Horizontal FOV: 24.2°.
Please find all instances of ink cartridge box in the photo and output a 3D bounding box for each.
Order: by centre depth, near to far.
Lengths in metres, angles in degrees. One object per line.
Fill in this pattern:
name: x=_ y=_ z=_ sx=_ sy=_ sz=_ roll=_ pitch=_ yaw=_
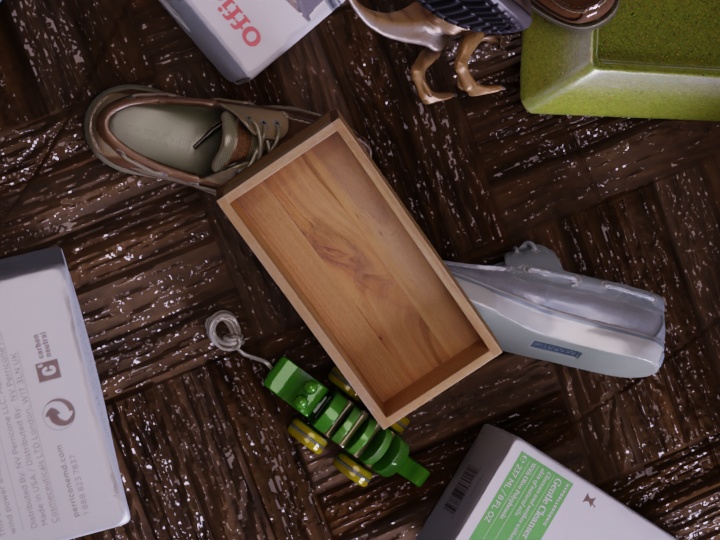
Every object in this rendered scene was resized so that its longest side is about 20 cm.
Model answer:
ink cartridge box: x=-0.053 y=-0.244 z=1.141 sx=0.200 sy=0.084 sz=0.145 roll=-42 pitch=101 yaw=-6

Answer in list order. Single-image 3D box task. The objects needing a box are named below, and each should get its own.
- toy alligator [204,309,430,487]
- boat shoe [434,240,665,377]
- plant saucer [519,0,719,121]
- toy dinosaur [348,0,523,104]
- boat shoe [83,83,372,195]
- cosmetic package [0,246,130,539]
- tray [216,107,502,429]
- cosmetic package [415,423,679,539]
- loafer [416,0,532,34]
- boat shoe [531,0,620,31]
toy alligator: x=-0.027 y=0.096 z=1.189 sx=0.200 sy=0.054 sz=0.059 roll=38 pitch=86 yaw=-12
boat shoe: x=0.127 y=0.020 z=1.217 sx=0.200 sy=0.070 sz=0.072 roll=16 pitch=67 yaw=-8
plant saucer: x=0.216 y=-0.210 z=1.202 sx=0.199 sy=0.048 sz=0.200 roll=0 pitch=94 yaw=-22
toy dinosaur: x=0.051 y=-0.171 z=1.175 sx=0.200 sy=0.060 sz=0.107 roll=-21 pitch=104 yaw=-39
boat shoe: x=-0.090 y=-0.082 z=1.152 sx=0.199 sy=0.074 sz=0.076 roll=6 pitch=93 yaw=-12
cosmetic package: x=-0.249 y=0.085 z=1.067 sx=0.164 sy=0.200 sz=0.165 roll=-14 pitch=97 yaw=-9
tray: x=0.000 y=0.000 z=1.135 sx=0.098 sy=0.037 sz=0.200 roll=-33 pitch=107 yaw=7
cosmetic package: x=0.155 y=0.209 z=1.221 sx=0.200 sy=0.085 sz=0.108 roll=31 pitch=85 yaw=-11
loafer: x=0.049 y=-0.227 z=1.084 sx=0.200 sy=0.073 sz=0.071 roll=39 pitch=70 yaw=-33
boat shoe: x=0.106 y=-0.251 z=1.130 sx=0.072 sy=0.068 sz=0.200 roll=-33 pitch=78 yaw=0
